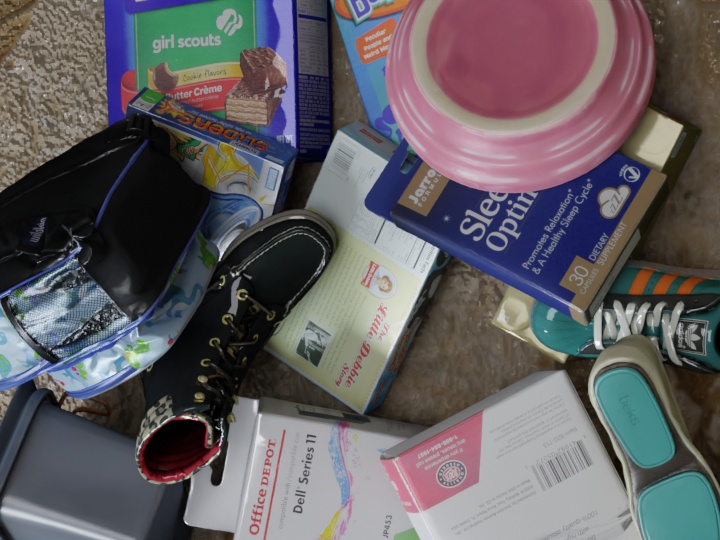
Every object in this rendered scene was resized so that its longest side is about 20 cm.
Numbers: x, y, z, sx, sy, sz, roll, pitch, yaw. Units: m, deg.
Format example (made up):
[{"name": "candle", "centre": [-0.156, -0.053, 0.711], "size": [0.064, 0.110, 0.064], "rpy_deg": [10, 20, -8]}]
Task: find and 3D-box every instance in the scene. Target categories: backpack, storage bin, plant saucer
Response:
[{"name": "backpack", "centre": [-0.215, 0.007, 1.722], "size": [0.199, 0.183, 0.147], "rpy_deg": [-23, 117, 29]}, {"name": "storage bin", "centre": [-0.207, 0.178, 1.808], "size": [0.134, 0.200, 0.146], "rpy_deg": [17, 68, 9]}, {"name": "plant saucer", "centre": [0.114, -0.157, 1.665], "size": [0.200, 0.051, 0.201], "rpy_deg": [-4, 68, 10]}]

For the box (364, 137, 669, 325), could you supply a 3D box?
[{"name": "box", "centre": [0.109, -0.057, 1.671], "size": [0.199, 0.032, 0.121], "rpy_deg": [27, 76, 22]}]

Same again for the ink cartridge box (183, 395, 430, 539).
[{"name": "ink cartridge box", "centre": [-0.032, 0.167, 1.761], "size": [0.199, 0.067, 0.118], "rpy_deg": [10, 97, -2]}]

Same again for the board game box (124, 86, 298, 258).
[{"name": "board game box", "centre": [-0.136, -0.030, 1.802], "size": [0.135, 0.034, 0.201], "rpy_deg": [22, 123, 10]}]

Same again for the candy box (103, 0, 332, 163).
[{"name": "candy box", "centre": [-0.113, -0.184, 1.818], "size": [0.168, 0.077, 0.201], "rpy_deg": [-2, 90, 22]}]

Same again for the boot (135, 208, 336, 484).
[{"name": "boot", "centre": [-0.095, 0.059, 1.720], "size": [0.073, 0.154, 0.203], "rpy_deg": [39, 116, -24]}]

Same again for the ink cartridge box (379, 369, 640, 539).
[{"name": "ink cartridge box", "centre": [0.124, 0.193, 1.690], "size": [0.146, 0.083, 0.201], "rpy_deg": [-27, 91, -9]}]

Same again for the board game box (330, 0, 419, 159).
[{"name": "board game box", "centre": [0.065, -0.180, 1.767], "size": [0.152, 0.045, 0.201], "rpy_deg": [-20, 84, 20]}]

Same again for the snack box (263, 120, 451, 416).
[{"name": "snack box", "centre": [0.000, 0.000, 1.774], "size": [0.116, 0.037, 0.201], "rpy_deg": [34, 118, 17]}]

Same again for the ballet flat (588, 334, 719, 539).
[{"name": "ballet flat", "centre": [0.216, 0.135, 1.642], "size": [0.069, 0.070, 0.201], "rpy_deg": [-12, 112, 21]}]

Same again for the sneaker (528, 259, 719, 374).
[{"name": "sneaker", "centre": [0.224, 0.035, 1.653], "size": [0.199, 0.080, 0.072], "rpy_deg": [-2, 106, -3]}]

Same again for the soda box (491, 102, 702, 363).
[{"name": "soda box", "centre": [0.176, -0.033, 1.718], "size": [0.068, 0.064, 0.201], "rpy_deg": [29, 101, 18]}]
